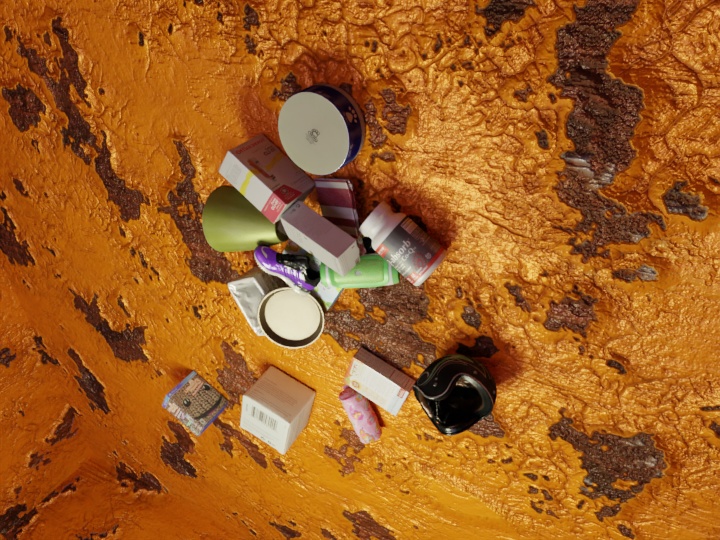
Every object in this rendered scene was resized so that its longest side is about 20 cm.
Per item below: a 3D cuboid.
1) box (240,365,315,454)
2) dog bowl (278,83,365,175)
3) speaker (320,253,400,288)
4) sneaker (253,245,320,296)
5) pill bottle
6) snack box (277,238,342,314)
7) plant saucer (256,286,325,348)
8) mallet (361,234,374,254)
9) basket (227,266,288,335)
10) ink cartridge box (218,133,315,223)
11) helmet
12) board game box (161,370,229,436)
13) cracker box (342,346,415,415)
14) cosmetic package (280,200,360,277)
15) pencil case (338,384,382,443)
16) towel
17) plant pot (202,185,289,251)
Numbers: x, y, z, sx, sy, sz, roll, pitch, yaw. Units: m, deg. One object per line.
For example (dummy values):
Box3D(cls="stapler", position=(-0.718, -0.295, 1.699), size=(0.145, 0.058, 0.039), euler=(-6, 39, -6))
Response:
Box3D(cls="box", position=(-0.295, 0.494, 1.831), size=(0.199, 0.171, 0.200), euler=(27, 131, 14))
Box3D(cls="dog bowl", position=(-0.093, -0.332, 1.221), size=(0.200, 0.079, 0.200), euler=(16, 127, 22))
Box3D(cls="speaker", position=(0.000, 0.000, 1.341), size=(0.200, 0.088, 0.089), euler=(-3, 120, 9))
Box3D(cls="sneaker", position=(-0.187, -0.019, 1.389), size=(0.200, 0.070, 0.099), euler=(37, 125, -25))
Box3D(cls="pill bottle", position=(0.100, -0.067, 1.251), size=(0.200, 0.116, 0.116), euler=(41, 132, 2))
Box3D(cls="snack box", position=(-0.134, 0.002, 1.475), size=(0.200, 0.068, 0.169), euler=(38, 132, 3))
Box3D(cls="plant saucer", position=(-0.200, 0.134, 1.497), size=(0.200, 0.029, 0.200), euler=(2, 112, 4))
Box3D(cls="mallet", position=(-0.010, -0.132, 1.333), size=(0.066, 0.041, 0.200), euler=(-11, 109, 38))
Box3D(cls="basket", position=(-0.288, 0.083, 1.588), size=(0.135, 0.123, 0.200), euler=(-13, 113, 37))
Box3D(cls="ink cartridge box", position=(-0.239, -0.240, 1.328), size=(0.200, 0.145, 0.083), euler=(43, 133, 0))
Box3D(cls="helmet", position=(0.254, 0.315, 1.358), size=(0.200, 0.191, 0.200), euler=(56, 168, 18))
Box3D(cls="board game box", position=(-0.673, 0.543, 2.109), size=(0.200, 0.159, 0.097), euler=(39, 131, 4))
Box3D(cls="cracker box", position=(0.055, 0.342, 1.589), size=(0.200, 0.058, 0.134), euler=(31, 132, 12))
Box3D(cls="cosmetic package", position=(-0.100, -0.079, 1.293), size=(0.200, 0.074, 0.102), euler=(37, 162, 25))
Box3D(cls="pencil case", position=(0.000, 0.470, 1.694), size=(0.087, 0.087, 0.200), euler=(-12, 112, 37))
Box3D(cls="towel", position=(-0.054, -0.140, 1.330), size=(0.144, 0.023, 0.200), euler=(13, 122, 48))
Box3D(cls="plant pot", position=(-0.292, -0.134, 1.412), size=(0.200, 0.187, 0.187), euler=(7, 123, 24))
